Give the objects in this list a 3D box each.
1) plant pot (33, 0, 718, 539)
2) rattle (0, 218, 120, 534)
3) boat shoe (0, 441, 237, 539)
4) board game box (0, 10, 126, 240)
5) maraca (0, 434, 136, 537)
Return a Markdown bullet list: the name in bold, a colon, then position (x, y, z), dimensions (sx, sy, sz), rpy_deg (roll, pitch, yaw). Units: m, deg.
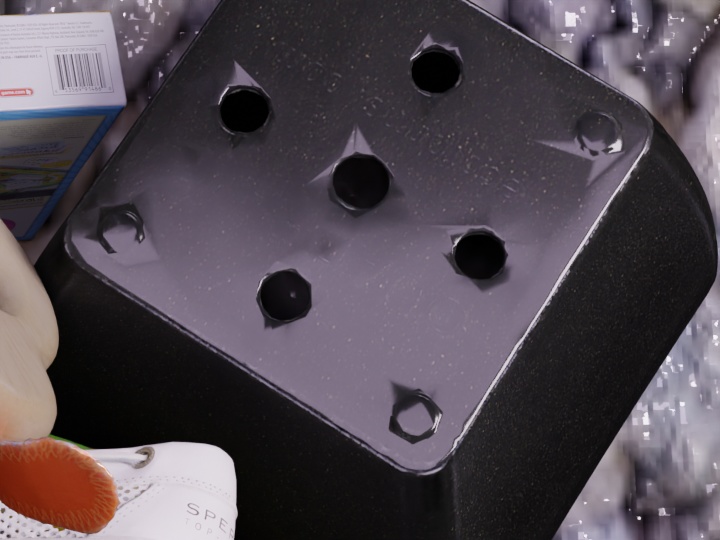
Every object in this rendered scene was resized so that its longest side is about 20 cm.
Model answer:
- **plant pot**: position (0.000, 0.000, 0.819), dimensions (0.200, 0.177, 0.200), rpy_deg (32, 76, 8)
- **rattle**: position (-0.154, 0.033, 0.686), dimensions (0.142, 0.130, 0.200), rpy_deg (-29, 50, -2)
- **boat shoe**: position (-0.128, 0.075, 0.741), dimensions (0.199, 0.071, 0.070), rpy_deg (2, 57, 17)
- **board game box**: position (-0.191, -0.040, 0.819), dimensions (0.199, 0.134, 0.034), rpy_deg (-4, 73, -23)
- **maraca**: position (-0.078, 0.139, 0.810), dimensions (0.200, 0.137, 0.107), rpy_deg (47, 33, 2)
